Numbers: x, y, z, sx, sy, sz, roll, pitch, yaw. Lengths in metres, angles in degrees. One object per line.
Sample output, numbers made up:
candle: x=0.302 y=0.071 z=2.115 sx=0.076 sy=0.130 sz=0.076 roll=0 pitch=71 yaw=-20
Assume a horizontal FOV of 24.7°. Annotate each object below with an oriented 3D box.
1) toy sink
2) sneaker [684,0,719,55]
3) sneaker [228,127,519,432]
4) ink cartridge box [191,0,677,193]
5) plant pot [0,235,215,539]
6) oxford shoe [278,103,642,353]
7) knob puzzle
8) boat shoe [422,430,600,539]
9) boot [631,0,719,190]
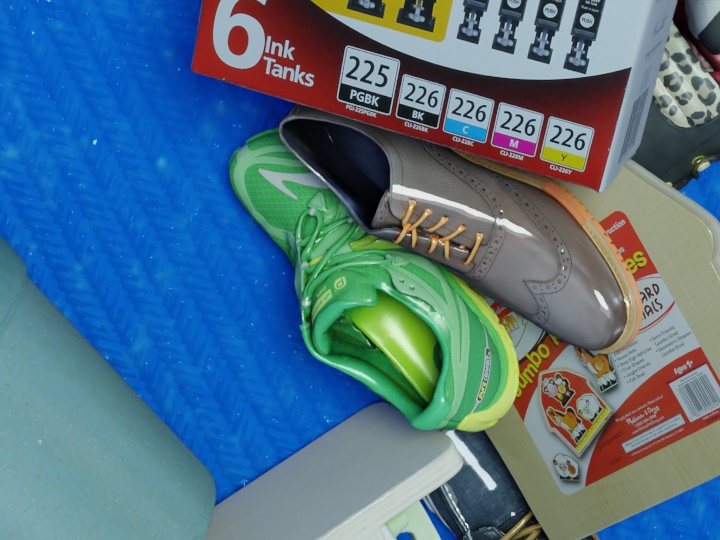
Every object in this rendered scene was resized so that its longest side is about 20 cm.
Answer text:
toy sink: x=-0.026 y=0.175 z=0.845 sx=0.200 sy=0.130 sz=0.112 roll=-33 pitch=105 yaw=-13
sneaker: x=0.165 y=-0.183 z=0.814 sx=0.108 sy=0.201 sz=0.067 roll=41 pitch=124 yaw=-5
sneaker: x=0.000 y=0.000 z=0.831 sx=0.200 sy=0.084 sz=0.074 roll=48 pitch=118 yaw=19
ink cartridge box: x=0.041 y=-0.152 z=0.728 sx=0.200 sy=0.084 sz=0.176 roll=17 pitch=112 yaw=15
plant pot: x=-0.188 y=0.094 z=0.798 sx=0.200 sy=0.200 sz=0.196 roll=-46 pitch=108 yaw=0
oxford shoe: x=0.044 y=-0.021 z=0.786 sx=0.200 sy=0.073 sz=0.071 roll=38 pitch=130 yaw=21
knob puzzle: x=0.111 y=0.019 z=0.814 sx=0.030 sy=0.219 sz=0.220 roll=-21 pitch=102 yaw=-42
boat shoe: x=0.098 y=0.150 z=0.887 sx=0.071 sy=0.091 sz=0.200 roll=-38 pitch=100 yaw=-2
boot: x=0.149 y=-0.029 z=0.851 sx=0.154 sy=0.073 sz=0.204 roll=-33 pitch=98 yaw=28
